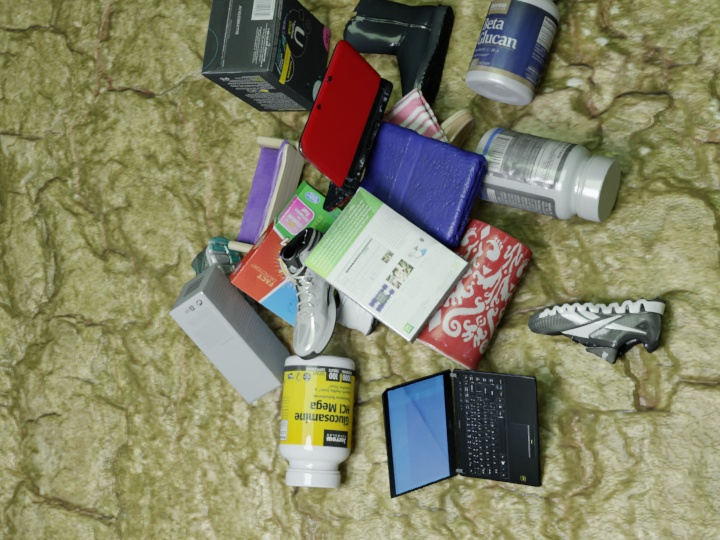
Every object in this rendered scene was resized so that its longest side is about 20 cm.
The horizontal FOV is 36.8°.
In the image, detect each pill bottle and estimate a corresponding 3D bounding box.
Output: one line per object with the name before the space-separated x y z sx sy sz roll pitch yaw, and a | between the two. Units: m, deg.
pill bottle | 0.276 -0.140 1.617 0.200 0.114 0.114 17 86 26
pill bottle | -0.068 0.236 1.690 0.112 0.112 0.200 -2 79 24
pill bottle | 0.244 -0.368 1.682 0.111 0.111 0.200 17 86 26

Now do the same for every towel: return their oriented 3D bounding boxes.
towel | 0.074 -0.169 1.689 0.146 0.030 0.200 -36 66 26
towel | 0.089 -0.130 1.634 0.200 0.050 0.148 24 99 35

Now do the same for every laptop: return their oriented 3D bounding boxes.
laptop | 0.147 0.242 1.562 0.200 0.103 0.177 4 110 25

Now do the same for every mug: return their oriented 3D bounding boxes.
mug | 0.147 0.025 1.616 0.200 0.177 0.133 -60 22 -2

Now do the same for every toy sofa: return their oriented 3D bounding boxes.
toy sofa | -0.157 -0.123 1.815 0.083 0.098 0.200 12 85 25

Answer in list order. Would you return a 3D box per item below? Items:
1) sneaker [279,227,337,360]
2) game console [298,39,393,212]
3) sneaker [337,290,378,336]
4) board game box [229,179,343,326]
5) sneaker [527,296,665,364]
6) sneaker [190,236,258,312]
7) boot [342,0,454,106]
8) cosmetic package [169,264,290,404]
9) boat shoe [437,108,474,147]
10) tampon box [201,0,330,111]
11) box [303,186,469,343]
sneaker | -0.091 0.029 1.649 0.076 0.115 0.201 -4 66 40
game console | -0.039 -0.215 1.640 0.119 0.172 0.200 25 70 -14
sneaker | 0.000 0.000 1.709 0.087 0.075 0.200 12 94 12
board game box | -0.090 -0.021 1.745 0.153 0.040 0.200 36 97 -17
sneaker | 0.340 0.091 1.565 0.200 0.066 0.091 -5 75 21
sneaker | -0.235 0.048 1.838 0.091 0.078 0.200 -27 70 41
boot | 0.051 -0.355 1.782 0.168 0.076 0.200 10 76 22
cosmetic package | -0.203 0.101 1.716 0.071 0.101 0.200 -32 108 20
boat shoe | 0.127 -0.162 1.717 0.065 0.071 0.200 40 106 21
tampon box | -0.152 -0.365 1.807 0.126 0.200 0.150 3 81 24
box | 0.037 -0.009 1.577 0.200 0.036 0.144 37 85 13
